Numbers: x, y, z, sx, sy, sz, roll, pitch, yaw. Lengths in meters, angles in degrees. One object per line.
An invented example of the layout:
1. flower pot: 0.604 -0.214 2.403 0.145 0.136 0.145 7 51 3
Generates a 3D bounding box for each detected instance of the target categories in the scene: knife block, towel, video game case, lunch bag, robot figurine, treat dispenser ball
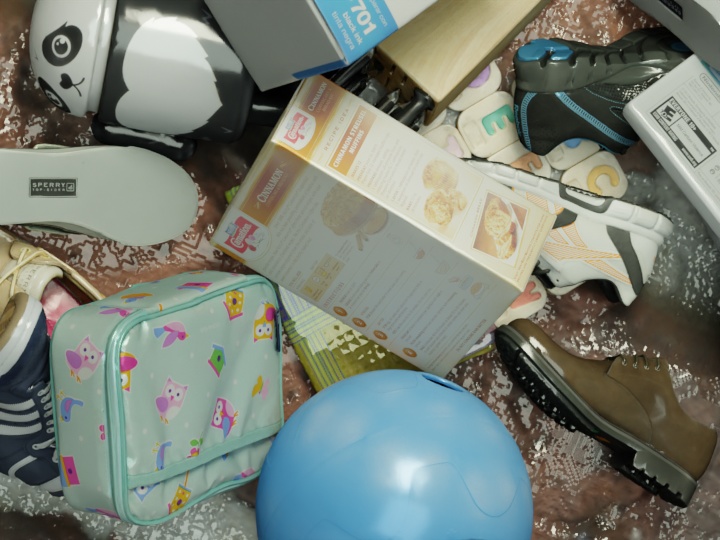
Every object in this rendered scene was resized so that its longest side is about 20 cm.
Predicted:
1. knife block: 0.057 -0.148 1.533 0.198 0.064 0.177 0 78 -8
2. towel: 0.000 0.000 1.574 0.143 0.023 0.201 -27 96 2
3. video game case: 0.316 -0.088 1.524 0.181 0.024 0.201 -36 84 -19
4. lunch bag: -0.128 0.089 1.485 0.077 0.199 0.162 4 103 35
5. robot figurine: -0.136 -0.157 1.499 0.198 0.125 0.152 10 90 -8
6. treat dispenser ball: 0.024 0.172 1.504 0.199 0.201 0.203 0 94 -7

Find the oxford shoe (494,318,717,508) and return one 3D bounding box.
1. oxford shoe: 0.186 0.089 1.591 0.199 0.073 0.085 37 80 -16

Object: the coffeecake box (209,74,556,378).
1. coffeecake box: 0.012 -0.028 1.480 0.199 0.154 0.073 30 57 -5

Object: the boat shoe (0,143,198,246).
1. boat shoe: -0.214 -0.061 1.523 0.198 0.064 0.071 6 93 -31

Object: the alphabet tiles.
1. alphabet tiles: 0.097 -0.063 1.591 0.195 0.015 0.201 -30 97 -5

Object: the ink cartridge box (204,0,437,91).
1. ink cartridge box: 0.013 -0.214 1.413 0.199 0.146 0.086 -36 103 -23

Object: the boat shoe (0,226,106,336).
1. boat shoe: -0.235 0.015 1.518 0.199 0.069 0.074 35 65 -13

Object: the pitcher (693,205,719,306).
1. pitcher: 0.316 -0.005 1.572 0.170 0.121 0.202 6 84 -9

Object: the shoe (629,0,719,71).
1. shoe: 0.245 -0.229 1.538 0.091 0.072 0.200 -30 55 -15

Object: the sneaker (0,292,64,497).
1. sneaker: -0.221 0.092 1.484 0.108 0.200 0.070 26 54 -7

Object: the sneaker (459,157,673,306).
1. sneaker: 0.131 -0.031 1.553 0.198 0.074 0.081 18 93 -9

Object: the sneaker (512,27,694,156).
1. sneaker: 0.206 -0.133 1.578 0.198 0.073 0.083 -4 114 -12
